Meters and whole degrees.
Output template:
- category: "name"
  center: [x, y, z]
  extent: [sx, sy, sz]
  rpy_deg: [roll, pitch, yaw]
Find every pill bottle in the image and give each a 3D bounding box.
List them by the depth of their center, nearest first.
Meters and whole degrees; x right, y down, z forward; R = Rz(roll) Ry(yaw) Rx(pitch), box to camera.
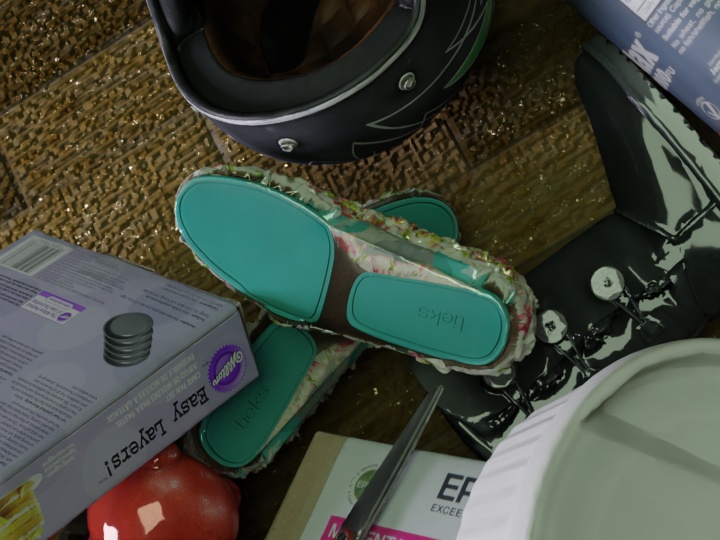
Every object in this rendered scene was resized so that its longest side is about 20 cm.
- category: "pill bottle"
  center: [0.164, -0.164, 0.938]
  extent: [0.200, 0.120, 0.120]
  rpy_deg: [42, 94, 8]

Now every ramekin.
- category: "ramekin"
  center: [0.130, 0.134, 0.788]
  extent: [0.201, 0.094, 0.204]
  rpy_deg: [5, 79, -26]

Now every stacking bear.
- category: "stacking bear"
  center: [-0.131, 0.183, 0.933]
  extent: [0.113, 0.121, 0.201]
  rpy_deg: [14, 72, 49]

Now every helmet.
- category: "helmet"
  center: [-0.019, -0.157, 0.977]
  extent: [0.199, 0.200, 0.192]
  rpy_deg: [-10, 113, 16]

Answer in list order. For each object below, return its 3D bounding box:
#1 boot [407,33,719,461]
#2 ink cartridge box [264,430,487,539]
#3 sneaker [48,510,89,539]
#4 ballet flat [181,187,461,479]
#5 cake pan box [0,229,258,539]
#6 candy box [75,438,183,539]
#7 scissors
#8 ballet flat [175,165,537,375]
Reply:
- category: "boot"
  center: [0.106, -0.004, 0.980]
  extent: [0.200, 0.066, 0.165]
  rpy_deg: [-42, 68, 11]
- category: "ink cartridge box"
  center: [0.033, 0.176, 0.900]
  extent: [0.199, 0.075, 0.166]
  rpy_deg: [5, 61, 42]
- category: "sneaker"
  center: [-0.210, 0.170, 0.982]
  extent: [0.077, 0.078, 0.201]
  rpy_deg: [29, 89, 33]
- category: "ballet flat"
  center: [-0.029, 0.030, 1.007]
  extent: [0.200, 0.064, 0.076]
  rpy_deg: [-44, 100, -11]
- category: "cake pan box"
  center: [-0.183, 0.060, 0.957]
  extent: [0.199, 0.053, 0.184]
  rpy_deg: [17, 42, 43]
- category: "candy box"
  center: [-0.192, 0.120, 1.049]
  extent: [0.199, 0.061, 0.137]
  rpy_deg: [3, 81, 19]
- category: "scissors"
  center: [-0.009, 0.146, 0.894]
  extent: [0.200, 0.014, 0.073]
  rpy_deg: [-47, 36, -3]
- category: "ballet flat"
  center: [0.000, 0.000, 0.939]
  extent: [0.199, 0.064, 0.076]
  rpy_deg: [25, 109, 16]
